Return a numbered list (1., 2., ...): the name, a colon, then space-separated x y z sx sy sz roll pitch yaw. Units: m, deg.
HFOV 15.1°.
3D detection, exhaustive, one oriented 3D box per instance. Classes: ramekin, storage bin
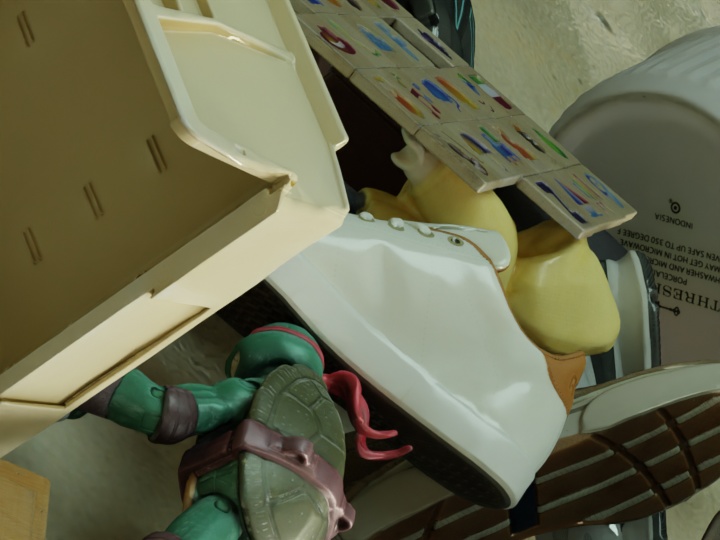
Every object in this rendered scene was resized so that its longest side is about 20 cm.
1. ramekin: 0.166 -0.015 1.305 0.094 0.202 0.202 -13 71 -47
2. storage bin: -0.128 -0.059 0.897 0.094 0.200 0.199 10 51 -55

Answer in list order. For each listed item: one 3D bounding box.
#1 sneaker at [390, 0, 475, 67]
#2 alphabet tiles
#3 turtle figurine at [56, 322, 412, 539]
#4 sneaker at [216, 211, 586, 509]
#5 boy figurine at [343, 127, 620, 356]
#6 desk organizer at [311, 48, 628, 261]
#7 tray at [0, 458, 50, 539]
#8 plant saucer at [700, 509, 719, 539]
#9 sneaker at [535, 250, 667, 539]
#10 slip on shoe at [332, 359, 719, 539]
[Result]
1. sneaker: 0.013 -0.148 1.352 0.079 0.075 0.200 46 30 -51
2. alphabet tiles: 0.034 -0.071 1.121 0.167 0.008 0.200 42 14 8
3. turtle figurine: -0.054 0.080 0.958 0.150 0.101 0.200 49 36 -31
4. sneaker: 0.000 0.000 1.033 0.200 0.073 0.085 40 71 -15
5. boy figurine: 0.015 -0.009 1.097 0.200 0.124 0.064 8 43 -17
6. desk organizer: 0.035 -0.022 1.226 0.200 0.077 0.072 42 27 -19
7. tray: -0.182 0.078 0.819 0.200 0.037 0.099 28 52 -38
8. plant saucer: 0.128 0.172 1.084 0.032 0.200 0.200 21 27 12
9. sneaker: 0.074 0.093 1.184 0.076 0.115 0.201 -37 124 -86
10. slip on shoe: 0.070 0.073 1.109 0.076 0.200 0.061 85 -21 -46
